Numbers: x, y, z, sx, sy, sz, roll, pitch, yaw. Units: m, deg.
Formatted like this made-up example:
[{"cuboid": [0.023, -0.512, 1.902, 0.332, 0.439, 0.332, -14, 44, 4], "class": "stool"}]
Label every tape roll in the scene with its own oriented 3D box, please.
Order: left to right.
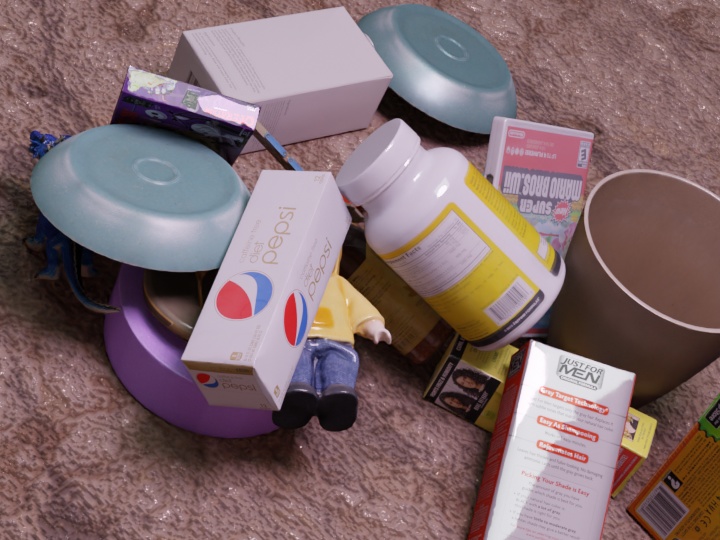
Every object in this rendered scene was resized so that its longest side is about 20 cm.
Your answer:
[{"cuboid": [-0.120, 0.046, 1.414, 0.199, 0.066, 0.201, 12, 47, -14], "class": "tape roll"}]

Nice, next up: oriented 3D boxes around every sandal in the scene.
[{"cuboid": [-0.136, -0.023, 1.384, 0.080, 0.054, 0.201, 16, 46, -10], "class": "sandal"}]

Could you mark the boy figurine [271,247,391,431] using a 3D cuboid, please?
[{"cuboid": [-0.035, 0.040, 1.367, 0.123, 0.065, 0.201, 6, 50, -8], "class": "boy figurine"}]

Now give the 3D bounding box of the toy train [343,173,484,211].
[{"cuboid": [0.061, -0.067, 1.574, 0.199, 0.056, 0.150, 4, 12, 30], "class": "toy train"}]

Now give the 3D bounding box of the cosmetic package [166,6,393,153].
[{"cuboid": [-0.082, -0.191, 1.630, 0.199, 0.085, 0.108, -13, 57, -34], "class": "cosmetic package"}]

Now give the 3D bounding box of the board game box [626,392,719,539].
[{"cuboid": [0.402, 0.185, 1.431, 0.199, 0.200, 0.200, -28, 66, -39], "class": "board game box"}]

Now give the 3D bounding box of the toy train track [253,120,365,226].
[{"cuboid": [-0.064, -0.079, 1.513, 0.033, 0.115, 0.200, -49, 119, -12], "class": "toy train track"}]

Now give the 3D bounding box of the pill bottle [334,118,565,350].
[{"cuboid": [0.075, -0.033, 1.392, 0.200, 0.112, 0.112, 44, 42, -17], "class": "pill bottle"}]

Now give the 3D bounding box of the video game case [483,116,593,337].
[{"cuboid": [0.157, -0.037, 1.519, 0.017, 0.201, 0.142, 14, 8, 42], "class": "video game case"}]

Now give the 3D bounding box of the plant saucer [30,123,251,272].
[{"cuboid": [-0.175, -0.071, 1.361, 0.199, 0.036, 0.200, 14, 31, -9], "class": "plant saucer"}]

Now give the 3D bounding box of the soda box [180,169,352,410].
[{"cuboid": [-0.073, 0.013, 1.311, 0.068, 0.064, 0.201, 3, 53, 24], "class": "soda box"}]

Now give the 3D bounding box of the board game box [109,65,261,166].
[{"cuboid": [-0.166, -0.125, 1.462, 0.119, 0.200, 0.032, 20, 75, -9], "class": "board game box"}]

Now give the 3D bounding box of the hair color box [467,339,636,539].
[{"cuboid": [0.160, 0.172, 1.374, 0.101, 0.061, 0.201, 18, 72, -6], "class": "hair color box"}]

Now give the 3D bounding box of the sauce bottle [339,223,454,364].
[{"cuboid": [0.000, 0.000, 1.481, 0.200, 0.066, 0.066, 42, 45, -7], "class": "sauce bottle"}]

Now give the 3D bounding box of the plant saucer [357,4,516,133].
[{"cuboid": [0.090, -0.227, 1.741, 0.199, 0.036, 0.201, 23, 34, -17], "class": "plant saucer"}]

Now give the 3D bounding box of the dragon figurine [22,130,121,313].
[{"cuboid": [-0.252, -0.047, 1.394, 0.058, 0.100, 0.200, -2, 32, -22], "class": "dragon figurine"}]

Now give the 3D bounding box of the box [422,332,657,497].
[{"cuboid": [0.162, 0.126, 1.466, 0.199, 0.075, 0.050, 28, 47, -1], "class": "box"}]

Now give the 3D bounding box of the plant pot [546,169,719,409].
[{"cuboid": [0.251, 0.043, 1.490, 0.186, 0.200, 0.188, 12, 47, -13], "class": "plant pot"}]
